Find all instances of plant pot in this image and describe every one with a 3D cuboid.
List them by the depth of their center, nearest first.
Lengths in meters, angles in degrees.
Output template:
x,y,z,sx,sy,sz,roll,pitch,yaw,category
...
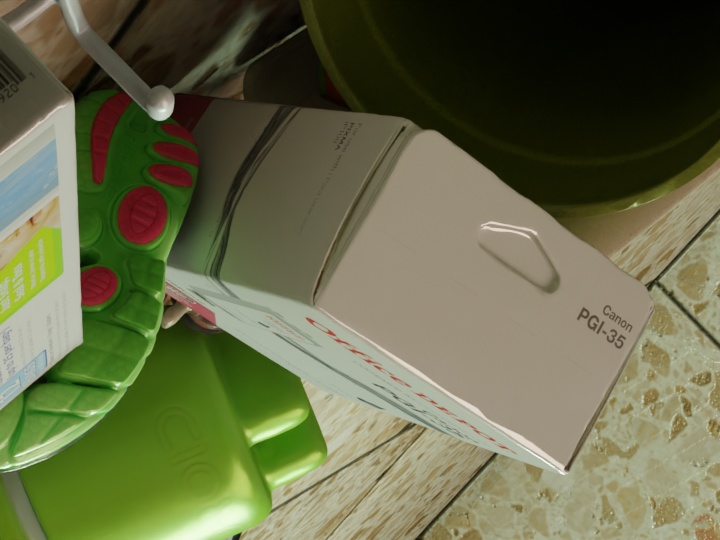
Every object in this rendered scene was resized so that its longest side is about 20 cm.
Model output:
x,y,z,sx,sy,sz,roll,pitch,yaw,category
0.099,-0.152,0.906,0.201,0.200,0.193,-52,178,33,plant pot

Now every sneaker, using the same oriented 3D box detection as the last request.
x,y,z,sx,sy,sz,roll,pitch,yaw,category
-0.114,0.014,0.835,0.084,0.077,0.200,-59,-176,40,sneaker

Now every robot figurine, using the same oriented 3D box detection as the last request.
x,y,z,sx,sy,sz,roll,pitch,yaw,category
-0.121,0.091,1.055,0.199,0.116,0.176,-24,146,-2,robot figurine

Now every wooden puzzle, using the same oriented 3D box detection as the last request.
x,y,z,sx,sy,sz,roll,pitch,yaw,category
0.075,-0.091,0.991,0.185,0.200,0.037,-36,141,-34,wooden puzzle

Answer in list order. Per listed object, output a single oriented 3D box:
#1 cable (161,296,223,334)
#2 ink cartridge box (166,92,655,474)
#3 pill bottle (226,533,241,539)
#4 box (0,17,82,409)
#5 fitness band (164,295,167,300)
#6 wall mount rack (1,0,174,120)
x,y,z,sx,sy,sz,roll,pitch,yaw,category
-0.035,-0.042,1.025,0.200,0.097,0.050,-35,-160,-28,cable
0.000,0.000,0.896,0.200,0.146,0.083,14,-108,59,ink cartridge box
-0.129,0.133,1.253,0.112,0.112,0.200,-46,169,10,pill bottle
-0.158,-0.012,0.664,0.112,0.101,0.200,-40,168,-18,box
-0.077,-0.006,1.133,0.143,0.037,0.200,-34,164,-40,fitness band
-0.044,-0.131,0.704,0.200,0.075,0.174,-43,168,-11,wall mount rack
